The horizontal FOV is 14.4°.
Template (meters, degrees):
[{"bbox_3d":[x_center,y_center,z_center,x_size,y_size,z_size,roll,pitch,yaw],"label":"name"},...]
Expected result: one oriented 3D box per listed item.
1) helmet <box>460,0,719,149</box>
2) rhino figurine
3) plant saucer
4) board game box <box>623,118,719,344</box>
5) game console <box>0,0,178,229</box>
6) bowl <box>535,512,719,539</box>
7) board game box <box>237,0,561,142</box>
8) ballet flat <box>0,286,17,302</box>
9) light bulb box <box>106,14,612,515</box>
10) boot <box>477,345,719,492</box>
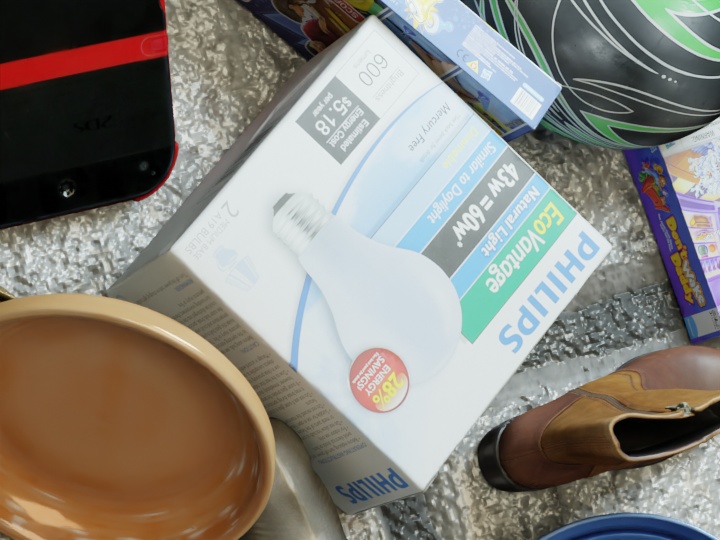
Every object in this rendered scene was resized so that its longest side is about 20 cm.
[{"bbox_3d":[0.154,-0.170,1.712,0.191,0.200,0.200,-34,94,-34],"label":"helmet"},{"bbox_3d":[-0.032,0.170,1.626,0.060,0.087,0.200,-30,94,-27],"label":"rhino figurine"},{"bbox_3d":[-0.142,0.083,1.554,0.200,0.200,0.038,31,40,-14],"label":"plant saucer"},{"bbox_3d":[0.280,-0.049,1.819,0.199,0.045,0.135,-19,88,-24],"label":"board game box"},{"bbox_3d":[-0.199,-0.108,1.602,0.199,0.031,0.177,-14,112,-24],"label":"game console"},{"bbox_3d":[0.158,0.243,1.677,0.200,0.039,0.201,-1,83,5],"label":"bowl"},{"bbox_3d":[0.008,-0.143,1.676,0.200,0.135,0.035,40,69,-12],"label":"board game box"},{"bbox_3d":[-0.203,0.038,1.590,0.200,0.072,0.068,25,70,-16],"label":"ballet flat"},{"bbox_3d":[0.000,0.000,1.652,0.200,0.125,0.198,43,68,-9],"label":"light bulb box"},{"bbox_3d":[0.183,0.075,1.671,0.188,0.200,0.069,-10,84,-23],"label":"boot"}]
